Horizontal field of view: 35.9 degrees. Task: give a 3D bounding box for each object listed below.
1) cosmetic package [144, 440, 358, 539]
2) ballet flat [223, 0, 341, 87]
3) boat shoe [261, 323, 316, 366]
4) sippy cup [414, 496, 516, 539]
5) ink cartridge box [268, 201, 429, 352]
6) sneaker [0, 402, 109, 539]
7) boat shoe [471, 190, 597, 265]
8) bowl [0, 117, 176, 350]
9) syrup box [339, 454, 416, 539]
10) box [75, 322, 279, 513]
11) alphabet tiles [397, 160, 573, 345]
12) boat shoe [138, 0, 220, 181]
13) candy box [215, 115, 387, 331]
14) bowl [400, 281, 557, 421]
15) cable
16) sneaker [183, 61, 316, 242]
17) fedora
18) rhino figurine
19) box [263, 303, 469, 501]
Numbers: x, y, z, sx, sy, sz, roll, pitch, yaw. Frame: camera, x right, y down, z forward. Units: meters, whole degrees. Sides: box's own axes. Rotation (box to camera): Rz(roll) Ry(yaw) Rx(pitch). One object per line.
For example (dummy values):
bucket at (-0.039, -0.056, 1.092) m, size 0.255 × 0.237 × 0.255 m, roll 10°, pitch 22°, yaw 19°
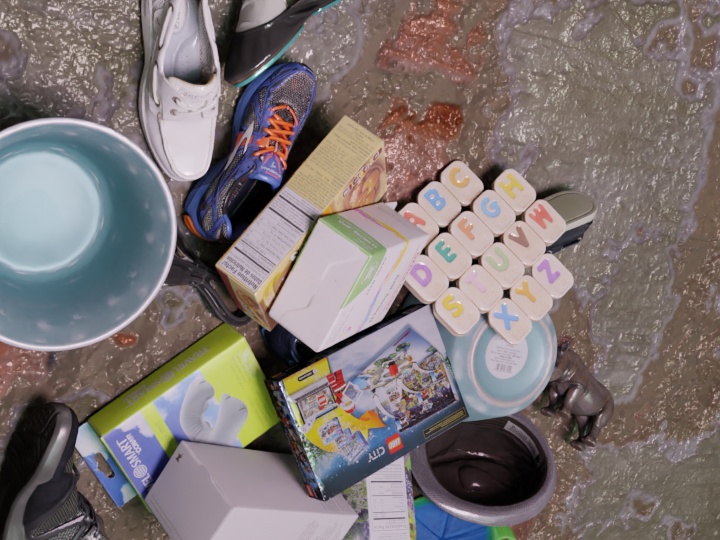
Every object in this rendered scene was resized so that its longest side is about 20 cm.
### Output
cosmetic package at (-0.111, 0.248, 1.168) m, size 0.200 × 0.108 × 0.085 m, roll 18°, pitch 110°, yaw -48°
ballet flat at (-0.069, -0.257, 1.057) m, size 0.200 × 0.068 × 0.068 m, roll -45°, pitch 118°, yaw -22°
boat shoe at (-0.029, 0.115, 1.234) m, size 0.200 × 0.069 × 0.084 m, roll 29°, pitch 93°, yaw -38°
sippy cup at (0.103, 0.375, 1.403) m, size 0.140 × 0.177 × 0.131 m, roll -58°, pitch 153°, yaw -47°
ink cartridge box at (0.000, 0.000, 1.133) m, size 0.117 × 0.067 × 0.200 m, roll -61°, pitch 164°, yaw 20°
sneaker at (-0.296, 0.220, 1.103) m, size 0.114 × 0.076 × 0.200 m, roll 8°, pitch 108°, yaw -37°
boat shoe at (0.188, -0.035, 1.313) m, size 0.199 × 0.075 × 0.066 m, roll -23°, pitch 139°, yaw -25°
bowl at (-0.272, -0.041, 0.969) m, size 0.200 × 0.105 × 0.201 m, roll -9°, pitch 110°, yaw -25°
syrup box at (0.007, 0.270, 1.251) m, size 0.081 × 0.079 × 0.201 m, roll 10°, pitch 70°, yaw -46°
box at (-0.188, 0.160, 1.164) m, size 0.200 × 0.048 × 0.122 m, roll -35°, pitch 125°, yaw -17°
alphabet tiles at (0.139, -0.022, 1.235) m, size 0.196 × 0.015 × 0.200 m, roll 46°, pitch 66°, yaw 2°
boat shoe at (-0.162, -0.171, 1.023) m, size 0.071 × 0.069 × 0.201 m, roll -17°, pitch 118°, yaw -28°
candy box at (-0.054, -0.045, 1.110) m, size 0.200 × 0.055 × 0.115 m, roll -51°, pitch 165°, yaw -14°
bowl at (0.149, 0.091, 1.293) m, size 0.200 × 0.105 × 0.201 m, roll -5°, pitch 101°, yaw -26°
cable at (-0.181, -0.004, 1.116) m, size 0.200 × 0.050 × 0.097 m, roll 19°, pitch 84°, yaw -50°
sneaker at (-0.095, -0.110, 1.089) m, size 0.075 × 0.078 × 0.200 m, roll 23°, pitch 96°, yaw -38°
fedora at (0.137, 0.245, 1.368) m, size 0.199 × 0.177 × 0.090 m, roll 2°, pitch 142°, yaw -18°
rhino figurine at (0.271, 0.153, 1.452) m, size 0.200 × 0.060 × 0.088 m, roll 48°, pitch 62°, yaw -36°
box at (0.010, 0.137, 1.183) m, size 0.200 × 0.038 × 0.137 m, roll -25°, pitch 101°, yaw -28°
